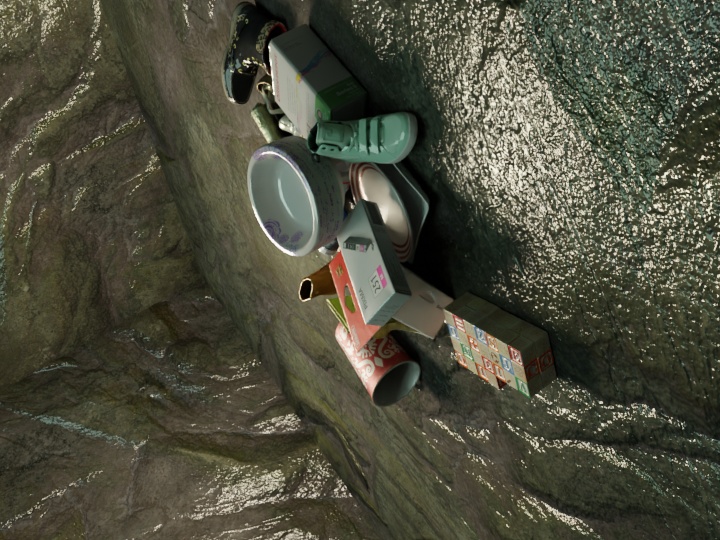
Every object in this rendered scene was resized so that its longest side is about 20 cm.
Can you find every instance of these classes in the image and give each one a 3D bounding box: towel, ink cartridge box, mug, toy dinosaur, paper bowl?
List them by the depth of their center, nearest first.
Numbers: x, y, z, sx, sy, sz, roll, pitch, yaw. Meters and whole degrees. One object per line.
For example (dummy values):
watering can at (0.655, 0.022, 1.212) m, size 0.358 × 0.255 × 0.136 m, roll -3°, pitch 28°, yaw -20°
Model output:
ink cartridge box at (-0.002, 0.010, 1.235) m, size 0.174 × 0.043 × 0.204 m, roll -49°, pitch 47°, yaw 36°
paper bowl at (-0.105, -0.137, 1.268) m, size 0.198 × 0.103 × 0.206 m, roll 27°, pitch 130°, yaw 37°
ink cartridge box at (-0.077, -0.313, 1.276) m, size 0.201 × 0.086 × 0.147 m, roll 50°, pitch 158°, yaw 24°
ink cartridge box at (0.057, 0.028, 1.316) m, size 0.144 × 0.085 × 0.199 m, roll 28°, pitch -176°, yaw -38°
towel at (0.026, 0.077, 1.416) m, size 0.086 × 0.197 × 0.018 m, roll 49°, pitch 127°, yaw 30°
toy dinosaur at (0.049, 0.097, 1.508) m, size 0.059 × 0.194 × 0.104 m, roll 100°, pitch 180°, yaw -65°
towel at (-0.189, -0.296, 1.581) m, size 0.151 × 0.036 × 0.200 m, roll 62°, pitch -177°, yaw -9°
mug at (0.034, 0.209, 1.666) m, size 0.201 × 0.131 × 0.180 m, roll 50°, pitch 157°, yaw 38°

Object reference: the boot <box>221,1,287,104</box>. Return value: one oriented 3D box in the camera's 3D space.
boot at (-0.210, -0.419, 1.428) m, size 0.150 × 0.072 × 0.205 m, roll 36°, pitch 119°, yaw 43°

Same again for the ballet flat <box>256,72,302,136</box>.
ballet flat at (-0.153, -0.329, 1.484) m, size 0.202 × 0.064 × 0.071 m, roll 54°, pitch 160°, yaw 20°

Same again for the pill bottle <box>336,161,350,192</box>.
pill bottle at (-0.096, -0.138, 1.409) m, size 0.109 × 0.107 × 0.202 m, roll 49°, pitch 126°, yaw 28°

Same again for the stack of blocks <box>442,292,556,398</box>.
stack of blocks at (0.224, 0.126, 1.150) m, size 0.199 × 0.058 × 0.118 m, roll 30°, pitch 144°, yaw 57°

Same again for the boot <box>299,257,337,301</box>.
boot at (-0.044, -0.001, 1.484) m, size 0.072 × 0.142 × 0.202 m, roll 57°, pitch 142°, yaw 15°

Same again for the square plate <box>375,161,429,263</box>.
square plate at (0.055, -0.139, 1.265) m, size 0.202 × 0.028 × 0.199 m, roll 54°, pitch 160°, yaw 20°

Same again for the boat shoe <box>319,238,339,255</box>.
boat shoe at (-0.094, -0.135, 1.604) m, size 0.068 × 0.070 × 0.204 m, roll -48°, pitch 59°, yaw 46°

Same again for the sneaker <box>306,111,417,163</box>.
sneaker at (-0.005, -0.208, 1.129) m, size 0.198 × 0.116 × 0.076 m, roll -5°, pitch 85°, yaw 52°

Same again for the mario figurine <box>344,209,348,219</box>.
mario figurine at (-0.063, -0.165, 1.507) m, size 0.201 × 0.106 × 0.124 m, roll 48°, pitch 124°, yaw 5°

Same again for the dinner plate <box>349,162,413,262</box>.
dinner plate at (0.041, -0.110, 1.264) m, size 0.201 × 0.024 × 0.202 m, roll 50°, pitch 158°, yaw 29°
